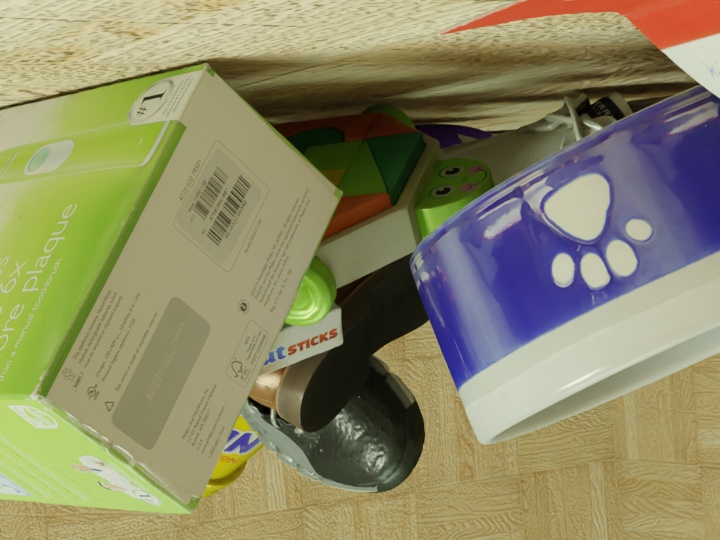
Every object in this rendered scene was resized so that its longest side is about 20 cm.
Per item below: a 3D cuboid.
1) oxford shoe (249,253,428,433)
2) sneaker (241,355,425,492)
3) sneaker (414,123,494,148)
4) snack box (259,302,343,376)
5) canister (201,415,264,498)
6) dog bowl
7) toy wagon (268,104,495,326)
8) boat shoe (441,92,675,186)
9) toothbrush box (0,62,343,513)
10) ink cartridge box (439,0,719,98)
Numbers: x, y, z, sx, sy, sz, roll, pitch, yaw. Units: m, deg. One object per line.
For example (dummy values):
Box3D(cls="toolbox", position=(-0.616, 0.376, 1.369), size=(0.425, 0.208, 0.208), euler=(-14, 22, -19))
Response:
Box3D(cls="oxford shoe", position=(0.000, 0.000, 0.908), size=(0.071, 0.072, 0.200), euler=(25, -139, 24))
Box3D(cls="sneaker", position=(-0.068, 0.053, 0.923), size=(0.200, 0.075, 0.115), euler=(31, -168, 34))
Box3D(cls="sneaker", position=(-0.001, -0.043, 0.971), size=(0.199, 0.070, 0.099), euler=(-9, 176, -17))
Box3D(cls="snack box", position=(-0.089, -0.007, 0.872), size=(0.072, 0.024, 0.200), euler=(-19, -144, -25))
Box3D(cls="canister", position=(-0.099, 0.057, 1.152), size=(0.148, 0.087, 0.200), euler=(25, 139, -22))
Box3D(cls="dog bowl", position=(0.122, -0.007, 0.696), size=(0.199, 0.079, 0.200), euler=(-23, 171, -4))
Box3D(cls="toy wagon", position=(-0.018, -0.031, 0.818), size=(0.199, 0.040, 0.155), euler=(-6, -151, 21))
Box3D(cls="boat shoe", position=(0.113, -0.060, 0.903), size=(0.199, 0.070, 0.071), euler=(-6, -135, -26))
Box3D(cls="toothbrush box", position=(-0.124, 0.011, 0.714), size=(0.199, 0.146, 0.086), euler=(-5, 142, 48))
Box3D(cls="ink cartridge box", position=(0.145, -0.068, 0.523), size=(0.199, 0.048, 0.160), euler=(-7, -179, -21))
